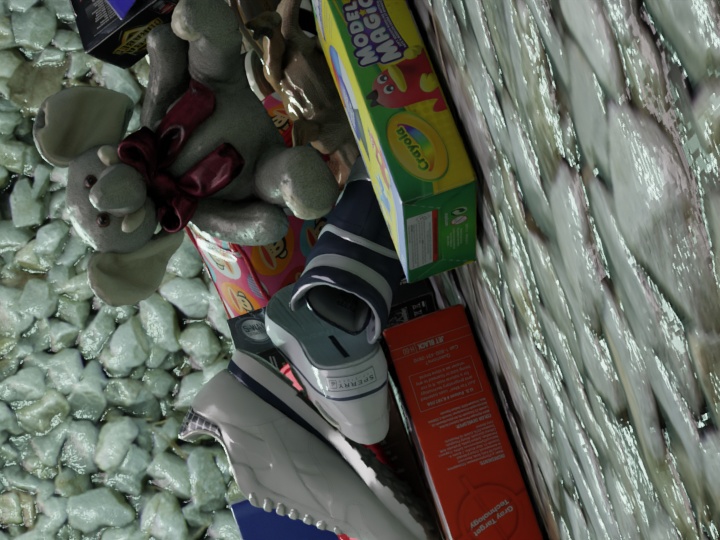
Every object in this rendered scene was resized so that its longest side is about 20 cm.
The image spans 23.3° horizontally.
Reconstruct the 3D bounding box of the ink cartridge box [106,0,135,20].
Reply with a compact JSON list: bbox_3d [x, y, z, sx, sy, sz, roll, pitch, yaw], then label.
[{"bbox_3d":[-0.155,-0.303,1.149,0.043,0.200,0.198,14,-149,-53],"label":"ink cartridge box"}]

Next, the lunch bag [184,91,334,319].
[{"bbox_3d":[-0.047,-0.041,1.415,0.082,0.176,0.201,18,146,38],"label":"lunch bag"}]

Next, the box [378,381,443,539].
[{"bbox_3d":[0.053,0.177,1.290,0.100,0.075,0.201,-3,-108,-54],"label":"box"}]

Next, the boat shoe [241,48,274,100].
[{"bbox_3d":[-0.075,-0.147,1.502,0.201,0.060,0.072,14,-114,-71],"label":"boat shoe"}]

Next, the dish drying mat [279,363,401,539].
[{"bbox_3d":[-0.007,0.152,1.259,0.077,0.018,0.201,-48,64,37],"label":"dish drying mat"}]

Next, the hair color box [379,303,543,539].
[{"bbox_3d":[0.071,0.131,1.183,0.102,0.061,0.201,96,155,-82],"label":"hair color box"}]

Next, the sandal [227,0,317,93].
[{"bbox_3d":[-0.048,-0.185,1.417,0.200,0.054,0.082,61,-152,-45],"label":"sandal"}]

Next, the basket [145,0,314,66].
[{"bbox_3d":[-0.136,-0.254,1.625,0.199,0.160,0.201,-114,5,-47],"label":"basket"}]

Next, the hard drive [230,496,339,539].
[{"bbox_3d":[0.012,0.212,1.374,0.025,0.199,0.133,-135,26,-82],"label":"hard drive"}]

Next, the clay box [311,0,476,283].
[{"bbox_3d":[0.013,-0.107,0.988,0.115,0.047,0.201,81,169,-67],"label":"clay box"}]

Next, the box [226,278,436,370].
[{"bbox_3d":[-0.008,0.093,1.410,0.201,0.159,0.044,74,175,-47],"label":"box"}]

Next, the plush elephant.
[{"bbox_3d":[-0.133,-0.068,1.162,0.165,0.154,0.200,59,164,-2],"label":"plush elephant"}]

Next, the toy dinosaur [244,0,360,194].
[{"bbox_3d":[-0.034,-0.129,1.281,0.136,0.085,0.201,112,140,-86],"label":"toy dinosaur"}]

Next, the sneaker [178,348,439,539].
[{"bbox_3d":[-0.032,0.143,1.199,0.200,0.081,0.076,40,178,14],"label":"sneaker"}]

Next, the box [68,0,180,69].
[{"bbox_3d":[-0.124,-0.255,1.172,0.046,0.200,0.160,16,-132,-53],"label":"box"}]

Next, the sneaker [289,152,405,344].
[{"bbox_3d":[0.000,0.000,1.174,0.200,0.070,0.109,94,-163,-75],"label":"sneaker"}]

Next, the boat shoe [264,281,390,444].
[{"bbox_3d":[-0.023,0.063,1.208,0.200,0.073,0.067,-113,11,-71],"label":"boat shoe"}]
